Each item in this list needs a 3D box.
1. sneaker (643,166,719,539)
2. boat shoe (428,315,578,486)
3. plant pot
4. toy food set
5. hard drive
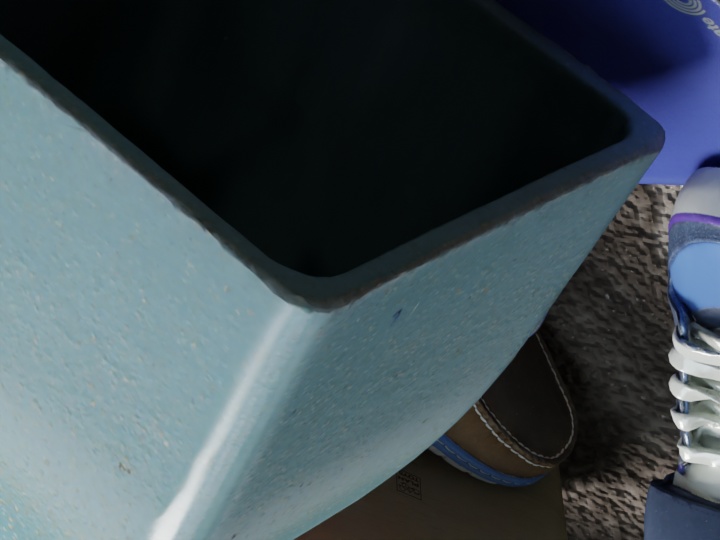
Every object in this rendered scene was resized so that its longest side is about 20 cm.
[{"bbox_3d":[0.139,0.068,0.884,0.080,0.147,0.200,14,161,26],"label":"sneaker"},{"bbox_3d":[0.037,0.009,0.991,0.072,0.072,0.200,-13,125,42],"label":"boat shoe"},{"bbox_3d":[-0.063,0.001,0.787,0.196,0.196,0.200,39,125,20],"label":"plant pot"},{"bbox_3d":[0.004,0.107,1.026,0.200,0.144,0.060,24,127,-21],"label":"toy food set"},{"bbox_3d":[0.080,-0.073,0.842,0.132,0.025,0.200,39,161,-30],"label":"hard drive"}]
